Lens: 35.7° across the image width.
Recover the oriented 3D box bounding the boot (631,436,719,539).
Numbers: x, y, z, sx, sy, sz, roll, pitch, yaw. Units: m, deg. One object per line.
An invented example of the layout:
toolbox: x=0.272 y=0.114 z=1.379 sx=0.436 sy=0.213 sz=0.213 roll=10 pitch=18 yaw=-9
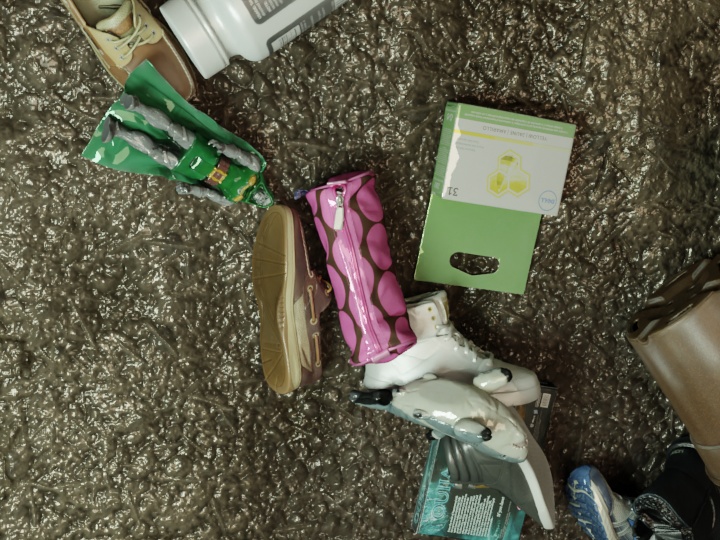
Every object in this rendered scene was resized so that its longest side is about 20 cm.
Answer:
boot: x=0.394 y=0.320 z=1.331 sx=0.168 sy=0.076 sz=0.203 roll=-35 pitch=104 yaw=-51

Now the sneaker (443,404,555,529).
sneaker: x=0.157 y=0.232 z=1.281 sx=0.098 sy=0.071 sz=0.201 roll=-16 pitch=129 yaw=20

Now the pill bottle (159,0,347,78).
pill bottle: x=-0.092 y=-0.276 z=1.092 sx=0.199 sy=0.111 sz=0.112 roll=-35 pitch=109 yaw=-4

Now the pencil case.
pencil case: x=0.000 y=0.000 z=1.171 sx=0.089 sy=0.094 sz=0.203 roll=-17 pitch=92 yaw=-5

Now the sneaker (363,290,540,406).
sneaker: x=0.103 y=0.083 z=1.230 sx=0.196 sy=0.074 sz=0.118 roll=5 pitch=101 yaw=6

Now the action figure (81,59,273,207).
action figure: x=-0.164 y=-0.113 z=1.129 sx=0.198 sy=0.055 sz=0.118 roll=26 pitch=117 yaw=-36

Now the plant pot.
plant pot: x=0.419 y=0.104 z=1.274 sx=0.200 sy=0.200 sz=0.199 roll=-41 pitch=96 yaw=-1

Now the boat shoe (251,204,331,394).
boat shoe: x=-0.068 y=0.028 z=1.204 sx=0.071 sy=0.072 sz=0.204 roll=-10 pitch=101 yaw=-35

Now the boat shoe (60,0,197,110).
boat shoe: x=-0.237 y=-0.237 z=1.083 sx=0.076 sy=0.074 sz=0.200 roll=-42 pitch=110 yaw=-1

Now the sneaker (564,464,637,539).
sneaker: x=0.318 y=0.303 z=1.371 sx=0.085 sy=0.077 sz=0.202 roll=-36 pitch=117 yaw=-14

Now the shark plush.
shark plush: x=0.079 y=0.162 z=1.187 sx=0.196 sy=0.092 sz=0.084 roll=0 pitch=136 yaw=13

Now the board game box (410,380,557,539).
board game box: x=0.145 y=0.220 z=1.319 sx=0.133 sy=0.028 sz=0.203 roll=10 pitch=101 yaw=-14

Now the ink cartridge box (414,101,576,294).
ink cartridge box: x=0.147 y=-0.075 z=1.238 sx=0.143 sy=0.048 sz=0.204 roll=7 pitch=99 yaw=-17
